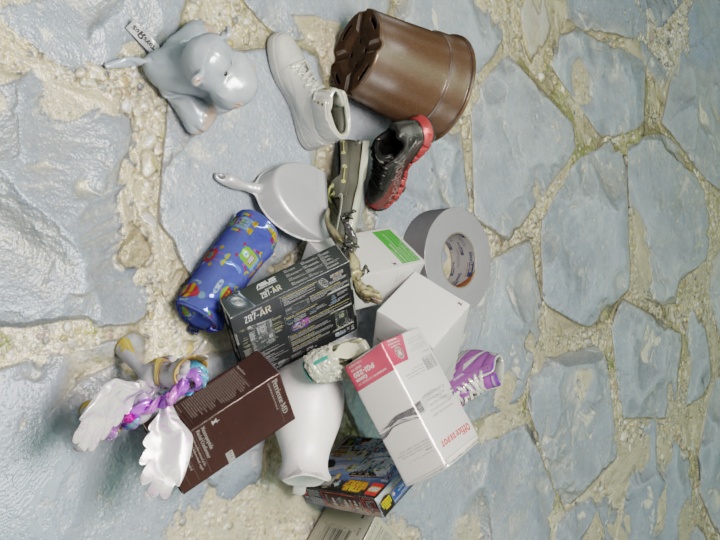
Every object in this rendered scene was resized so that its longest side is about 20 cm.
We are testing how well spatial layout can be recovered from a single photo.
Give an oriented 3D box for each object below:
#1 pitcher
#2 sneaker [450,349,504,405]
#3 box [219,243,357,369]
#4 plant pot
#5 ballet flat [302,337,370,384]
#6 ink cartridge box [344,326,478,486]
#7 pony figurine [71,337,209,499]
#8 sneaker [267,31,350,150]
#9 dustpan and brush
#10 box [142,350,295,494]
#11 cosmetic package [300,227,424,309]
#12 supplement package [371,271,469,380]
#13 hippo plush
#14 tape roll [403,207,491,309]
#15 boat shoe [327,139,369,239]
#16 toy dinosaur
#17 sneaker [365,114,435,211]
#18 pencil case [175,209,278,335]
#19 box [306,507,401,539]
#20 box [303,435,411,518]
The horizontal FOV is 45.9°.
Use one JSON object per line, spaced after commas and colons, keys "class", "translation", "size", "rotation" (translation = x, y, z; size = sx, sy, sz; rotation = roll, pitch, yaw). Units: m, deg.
{"class": "pitcher", "translation": [-0.090, 0.248, 1.361], "size": [0.119, 0.172, 0.204], "rotation": [5, 64, -10]}
{"class": "sneaker", "translation": [0.205, 0.224, 1.636], "size": [0.201, 0.113, 0.073], "rotation": [-49, 120, -32]}
{"class": "box", "translation": [-0.103, 0.068, 1.286], "size": [0.197, 0.044, 0.162], "rotation": [-26, 140, -16]}
{"class": "plant pot", "translation": [0.067, -0.353, 1.498], "size": [0.196, 0.199, 0.204], "rotation": [15, 77, -33]}
{"class": "ballet flat", "translation": [-0.018, 0.137, 1.331], "size": [0.199, 0.070, 0.073], "rotation": [-6, 92, -66]}
{"class": "ink cartridge box", "translation": [0.081, 0.203, 1.292], "size": [0.202, 0.084, 0.145], "rotation": [60, 27, 10]}
{"class": "pony figurine", "translation": [-0.289, 0.174, 1.114], "size": [0.166, 0.198, 0.195], "rotation": [44, 60, -33]}
{"class": "sneaker", "translation": [-0.076, -0.305, 1.401], "size": [0.073, 0.115, 0.203], "rotation": [-33, 108, -36]}
{"class": "dustpan and brush", "translation": [-0.142, -0.128, 1.370], "size": [0.198, 0.057, 0.142], "rotation": [23, 53, -41]}
{"class": "box", "translation": [-0.201, 0.218, 1.230], "size": [0.198, 0.075, 0.101], "rotation": [-33, 130, -22]}
{"class": "cosmetic package", "translation": [0.000, 0.000, 1.446], "size": [0.198, 0.108, 0.086], "rotation": [-12, 137, -45]}
{"class": "supplement package", "translation": [0.097, 0.129, 1.472], "size": [0.121, 0.119, 0.202], "rotation": [-42, 153, -36]}
{"class": "hippo plush", "translation": [-0.223, -0.307, 1.230], "size": [0.199, 0.159, 0.161], "rotation": [39, 63, -34]}
{"class": "tape roll", "translation": [0.168, -0.018, 1.647], "size": [0.198, 0.065, 0.205], "rotation": [4, 84, -43]}
{"class": "boat shoe", "translation": [-0.024, -0.139, 1.453], "size": [0.059, 0.072, 0.205], "rotation": [9, 60, 1]}
{"class": "toy dinosaur", "translation": [-0.021, -0.040, 1.324], "size": [0.047, 0.089, 0.202], "rotation": [-16, 62, -16]}
{"class": "sneaker", "translation": [0.048, -0.184, 1.480], "size": [0.097, 0.202, 0.071], "rotation": [-9, 53, -42]}
{"class": "pencil case", "translation": [-0.199, 0.004, 1.291], "size": [0.087, 0.077, 0.202], "rotation": [44, 60, -24]}
{"class": "box", "translation": [0.014, 0.499, 1.430], "size": [0.201, 0.127, 0.110], "rotation": [51, 57, -28]}
{"class": "box", "translation": [0.007, 0.331, 1.383], "size": [0.136, 0.198, 0.040], "rotation": [-38, 109, -36]}
